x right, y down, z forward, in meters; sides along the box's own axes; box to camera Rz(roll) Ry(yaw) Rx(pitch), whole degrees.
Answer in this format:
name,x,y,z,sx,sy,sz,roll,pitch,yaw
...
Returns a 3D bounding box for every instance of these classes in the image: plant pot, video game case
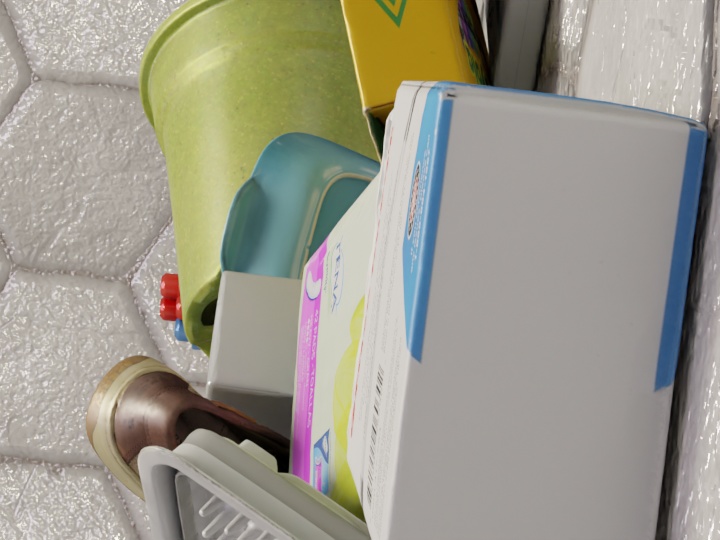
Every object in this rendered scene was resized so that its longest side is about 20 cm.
name,x,y,z,sx,sy,sz,roll,pitch,yaw
plant pot,-0.035,-0.040,1.416,0.201,0.198,0.185,101,171,-53
video game case,0.082,-0.211,1.149,0.183,0.023,0.201,-90,7,-60

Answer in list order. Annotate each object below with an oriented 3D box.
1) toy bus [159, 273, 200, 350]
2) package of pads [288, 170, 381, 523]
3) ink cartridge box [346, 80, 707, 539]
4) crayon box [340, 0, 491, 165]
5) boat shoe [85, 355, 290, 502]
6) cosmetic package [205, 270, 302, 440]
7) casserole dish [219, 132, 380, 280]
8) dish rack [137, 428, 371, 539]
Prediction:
name,x,y,z,sx,sy,sz,roll,pitch,yaw
toy bus,-0.086,0.018,2.184,0.136,0.190,0.201,-85,5,-50
package of pads,0.026,0.034,1.024,0.200,0.068,0.156,132,146,-62
ink cartridge box,0.047,0.015,0.787,0.200,0.085,0.148,-108,25,-85
crayon box,0.024,-0.124,1.128,0.127,0.050,0.202,44,-147,-72
boat shoe,-0.042,0.113,1.124,0.072,0.200,0.072,11,60,48
cosmetic package,-0.032,0.090,1.228,0.201,0.100,0.072,102,174,-54
casserole dish,0.000,0.000,1.277,0.199,0.039,0.122,20,-98,-53
dish rack,-0.014,0.157,1.026,0.044,0.171,0.201,-42,-32,-27
